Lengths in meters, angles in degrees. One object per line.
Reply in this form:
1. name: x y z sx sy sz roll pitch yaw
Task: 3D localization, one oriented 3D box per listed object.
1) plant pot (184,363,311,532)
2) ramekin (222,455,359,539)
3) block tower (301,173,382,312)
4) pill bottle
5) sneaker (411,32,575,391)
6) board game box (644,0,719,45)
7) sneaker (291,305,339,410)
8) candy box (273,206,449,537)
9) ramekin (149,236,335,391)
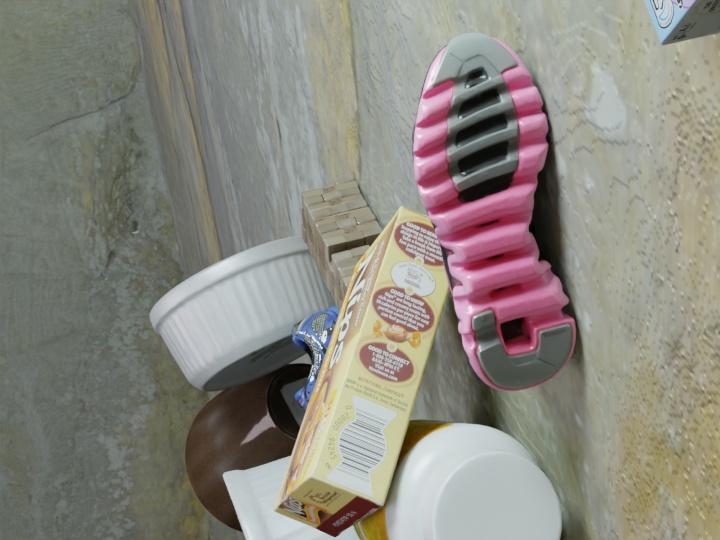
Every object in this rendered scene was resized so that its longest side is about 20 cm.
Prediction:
1. plant pot: -0.092 0.187 1.451 0.200 0.185 0.189 -52 52 56
2. ramekin: -0.048 0.264 1.144 0.200 0.097 0.203 160 90 -81
3. block tower: 0.000 0.000 1.067 0.201 0.057 0.055 -116 18 -47
4. pill bottle: 0.062 0.159 0.840 0.200 0.111 0.114 157 99 -76
5. sneaker: 0.069 -0.036 0.719 0.095 0.078 0.203 -108 9 -75
6. board game box: 0.123 -0.180 0.395 0.200 0.034 0.136 114 141 -70
7. sneaker: -0.025 0.134 1.220 0.075 0.077 0.203 113 149 -72
8. candy box: 0.006 0.070 0.858 0.116 0.055 0.202 129 162 -64
9. ramekin: -0.114 0.052 1.312 0.095 0.200 0.203 64 165 13
